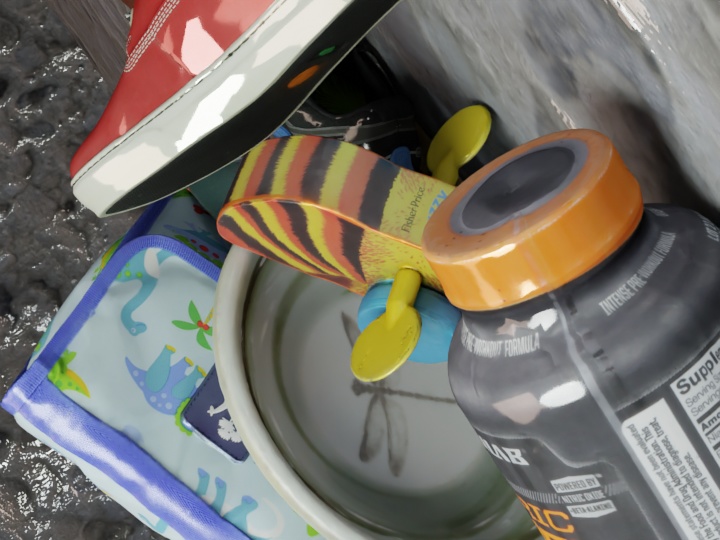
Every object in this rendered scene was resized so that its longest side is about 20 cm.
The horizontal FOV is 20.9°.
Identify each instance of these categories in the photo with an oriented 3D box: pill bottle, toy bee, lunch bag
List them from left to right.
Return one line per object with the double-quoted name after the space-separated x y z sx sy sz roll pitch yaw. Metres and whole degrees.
-0.070 0.065 0.916 0.170 0.127 0.200 37 -158 -6 "lunch bag"
0.048 -0.012 0.815 0.109 0.200 0.131 137 135 -57 "toy bee"
0.099 0.051 0.658 0.200 0.106 0.106 57 173 -20 "pill bottle"

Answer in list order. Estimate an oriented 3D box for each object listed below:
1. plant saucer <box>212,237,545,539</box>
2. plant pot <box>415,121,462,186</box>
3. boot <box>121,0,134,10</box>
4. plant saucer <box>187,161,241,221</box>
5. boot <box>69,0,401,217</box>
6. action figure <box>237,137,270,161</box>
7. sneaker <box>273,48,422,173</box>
0.019 0.051 0.867 0.200 0.200 0.050 54 141 7 "plant saucer"
0.036 -0.028 1.081 0.200 0.027 0.200 54 174 8 "plant pot"
-0.181 -0.247 1.346 0.188 0.068 0.200 54 173 3 "boot"
0.000 0.000 1.002 0.200 0.036 0.200 37 -174 -5 "plant saucer"
-0.074 -0.123 0.773 0.144 0.200 0.072 54 -146 8 "boot"
-0.122 -0.082 1.478 0.200 0.105 0.194 78 -168 -51 "action figure"
-0.030 -0.104 0.991 0.200 0.071 0.083 43 139 41 "sneaker"
